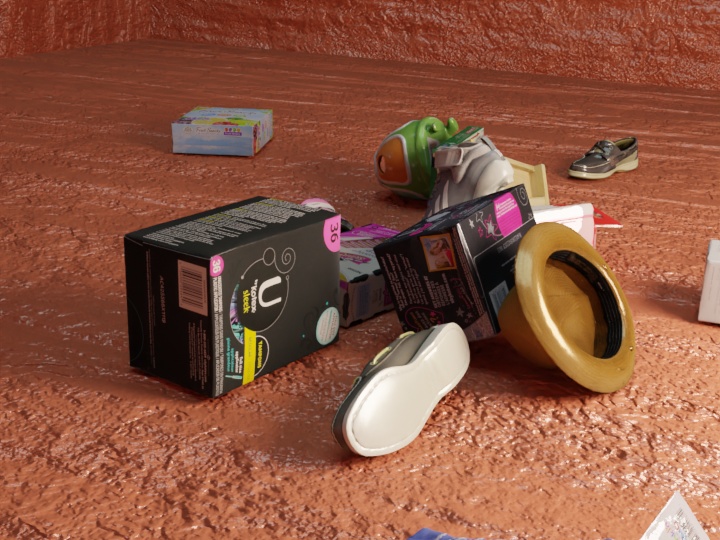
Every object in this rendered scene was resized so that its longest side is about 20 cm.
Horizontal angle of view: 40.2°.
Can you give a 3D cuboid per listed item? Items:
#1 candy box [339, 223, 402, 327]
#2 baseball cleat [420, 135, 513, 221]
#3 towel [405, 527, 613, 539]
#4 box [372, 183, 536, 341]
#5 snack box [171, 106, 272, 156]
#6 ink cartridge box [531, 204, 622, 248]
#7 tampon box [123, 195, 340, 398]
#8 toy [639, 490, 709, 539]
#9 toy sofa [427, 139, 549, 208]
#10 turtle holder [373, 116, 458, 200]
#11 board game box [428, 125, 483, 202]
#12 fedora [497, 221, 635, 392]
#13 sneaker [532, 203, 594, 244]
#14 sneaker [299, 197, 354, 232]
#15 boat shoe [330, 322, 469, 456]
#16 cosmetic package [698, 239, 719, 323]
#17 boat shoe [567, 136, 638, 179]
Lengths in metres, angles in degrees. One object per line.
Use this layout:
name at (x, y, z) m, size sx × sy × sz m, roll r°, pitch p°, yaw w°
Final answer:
candy box at (0.000, 0.000, 1.236) m, size 0.136 × 0.061 × 0.200 m, roll 18°, pitch 26°, yaw 37°
baseball cleat at (0.118, -0.101, 1.321) m, size 0.107 × 0.200 × 0.070 m, roll 55°, pitch 32°, yaw 11°
towel at (0.043, 0.194, 0.615) m, size 0.144 × 0.024 × 0.200 m, roll -13°, pitch -6°, yaw -33°
box at (0.122, -0.004, 1.119) m, size 0.114 × 0.133 × 0.200 m, roll -15°, pitch 9°, yaw 34°
snack box at (-0.279, -0.288, 2.019) m, size 0.168 × 0.068 × 0.200 m, roll 3°, pitch 18°, yaw 5°
ink cartridge box at (0.249, -0.045, 1.373) m, size 0.199 × 0.067 × 0.116 m, roll -3°, pitch 20°, yaw -10°
tampon box at (-0.128, 0.020, 1.032) m, size 0.126 × 0.150 × 0.200 m, roll 15°, pitch 24°, yaw 35°
toy at (0.173, 0.229, 0.588) m, size 0.200 × 0.115 × 0.047 m, roll -25°, pitch -8°, yaw -47°
toy sofa at (0.184, -0.123, 1.445) m, size 0.097 × 0.083 × 0.200 m, roll -16°, pitch -17°, yaw 41°
turtle holder at (0.104, -0.192, 1.677) m, size 0.131 × 0.141 × 0.186 m, roll -11°, pitch 23°, yaw 27°
board game box at (0.150, -0.143, 1.543) m, size 0.029 × 0.135 × 0.200 m, roll 9°, pitch 21°, yaw 20°
fedora at (0.206, 0.047, 1.029) m, size 0.082 × 0.201 × 0.200 m, roll -29°, pitch -3°, yaw 39°
sneaker at (0.208, -0.024, 1.261) m, size 0.199 × 0.105 × 0.075 m, roll -8°, pitch 5°, yaw -10°
sneaker at (-0.083, -0.048, 1.350) m, size 0.086 × 0.081 × 0.200 m, roll 28°, pitch 36°, yaw 31°
boat shoe at (0.031, 0.111, 0.918) m, size 0.060 × 0.072 × 0.202 m, roll -10°, pitch 16°, yaw 39°
cosmetic package at (0.514, 0.026, 1.177) m, size 0.199 × 0.081 × 0.113 m, roll 8°, pitch 18°, yaw 19°
boat shoe at (0.466, -0.218, 1.886) m, size 0.200 × 0.066 × 0.072 m, roll -16°, pitch 26°, yaw -40°
